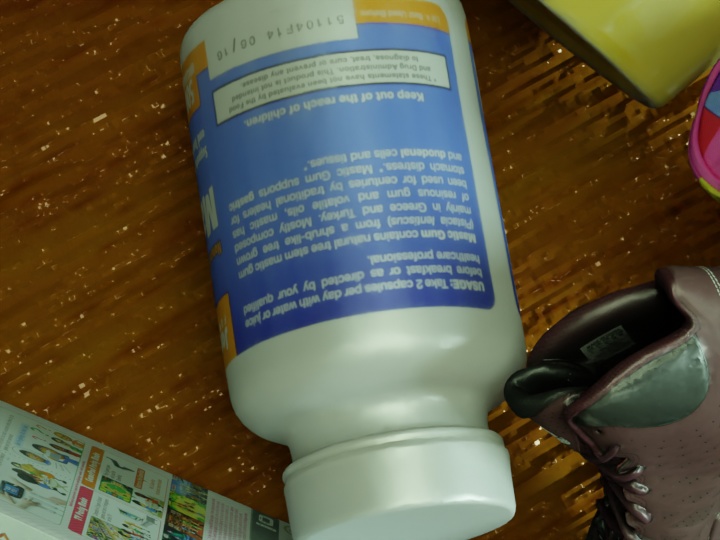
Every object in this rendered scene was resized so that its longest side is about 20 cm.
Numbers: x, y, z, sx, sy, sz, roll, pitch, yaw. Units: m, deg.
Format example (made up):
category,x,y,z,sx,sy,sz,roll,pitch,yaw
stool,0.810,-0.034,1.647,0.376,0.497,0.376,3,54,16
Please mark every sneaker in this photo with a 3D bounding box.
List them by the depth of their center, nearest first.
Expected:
category,x,y,z,sx,sy,sz,roll,pitch,yaw
sneaker,0.090,0.069,1.072,0.115,0.200,0.076,7,33,-30

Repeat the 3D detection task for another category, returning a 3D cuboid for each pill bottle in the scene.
category,x,y,z,sx,sy,sz,roll,pitch,yaw
pill bottle,0.000,0.000,1.091,0.112,0.112,0.200,-6,73,-10

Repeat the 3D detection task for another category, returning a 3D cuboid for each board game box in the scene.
category,x,y,z,sx,sy,sz,roll,pitch,yaw
board game box,-0.071,0.121,1.050,0.200,0.148,0.064,25,98,-5

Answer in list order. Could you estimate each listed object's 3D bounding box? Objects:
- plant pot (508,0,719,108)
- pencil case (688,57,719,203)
category,x,y,z,sx,sy,sz,roll,pitch,yaw
plant pot,0.124,-0.172,1.121,0.201,0.201,0.189,39,92,-1
pencil case,0.204,-0.018,1.109,0.200,0.088,0.088,42,73,-39
